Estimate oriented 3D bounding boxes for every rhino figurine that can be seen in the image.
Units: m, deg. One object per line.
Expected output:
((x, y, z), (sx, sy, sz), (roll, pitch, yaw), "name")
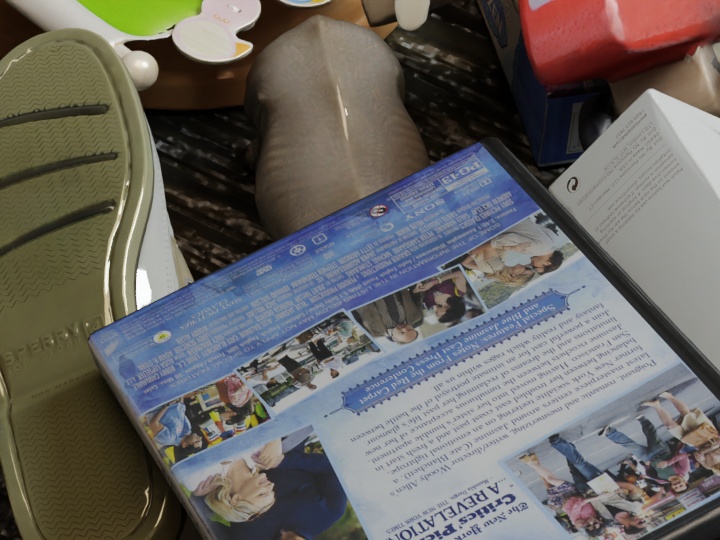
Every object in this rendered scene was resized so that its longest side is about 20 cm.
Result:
((0.000, 0.000, 0.989), (0.060, 0.088, 0.200), (-7, 51, -9), "rhino figurine")

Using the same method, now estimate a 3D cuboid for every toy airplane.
((0.105, -0.135, 0.994), (0.200, 0.141, 0.199), (-35, 16, -9), "toy airplane")

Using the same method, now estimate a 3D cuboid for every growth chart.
((-0.050, -0.135, 1.083), (0.145, 0.018, 0.200), (29, 51, 33), "growth chart")

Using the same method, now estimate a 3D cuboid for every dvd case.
((0.018, 0.040, 0.840), (0.142, 0.018, 0.200), (-26, 36, -9), "dvd case")

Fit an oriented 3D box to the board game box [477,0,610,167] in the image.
((0.136, -0.138, 1.148), (0.200, 0.043, 0.199), (-9, 50, -12), "board game box")

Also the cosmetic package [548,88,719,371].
((0.164, 0.035, 0.926), (0.200, 0.052, 0.151), (18, 36, -47), "cosmetic package")

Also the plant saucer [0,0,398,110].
((-0.070, -0.145, 1.140), (0.200, 0.037, 0.200), (3, 50, -3), "plant saucer")

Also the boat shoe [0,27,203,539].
((-0.086, 0.019, 0.966), (0.075, 0.068, 0.200), (-15, 60, 12), "boat shoe")
